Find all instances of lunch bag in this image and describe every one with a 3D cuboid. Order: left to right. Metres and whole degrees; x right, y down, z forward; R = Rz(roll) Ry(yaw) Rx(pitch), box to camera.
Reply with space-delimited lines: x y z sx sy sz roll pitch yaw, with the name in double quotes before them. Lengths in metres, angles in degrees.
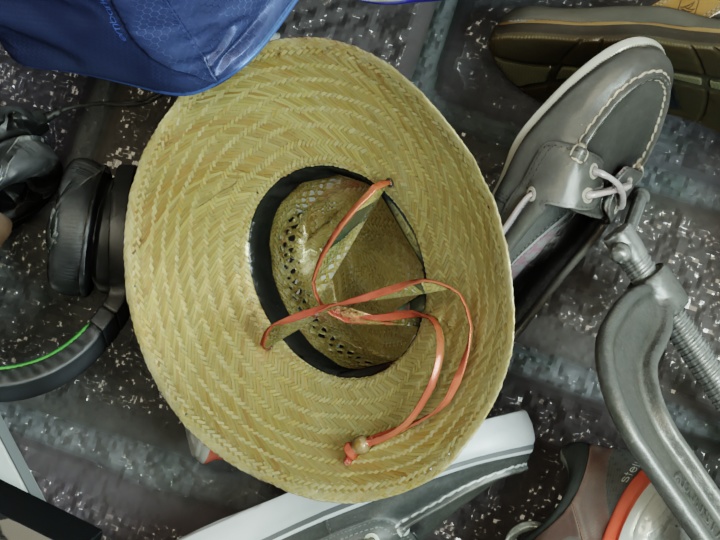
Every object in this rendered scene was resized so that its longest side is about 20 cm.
"lunch bag" -0.116 -0.174 0.999 0.199 0.133 0.136 13 60 44

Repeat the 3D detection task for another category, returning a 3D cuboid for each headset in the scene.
"headset" -0.147 -0.038 1.069 0.123 0.094 0.201 27 71 9

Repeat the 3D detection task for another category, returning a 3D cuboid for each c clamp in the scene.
"c clamp" 0.159 0.067 1.007 0.027 0.171 0.201 -30 94 26

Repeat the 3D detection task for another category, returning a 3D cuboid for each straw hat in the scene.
"straw hat" 0.000 0.000 0.999 0.200 0.085 0.203 3 96 33

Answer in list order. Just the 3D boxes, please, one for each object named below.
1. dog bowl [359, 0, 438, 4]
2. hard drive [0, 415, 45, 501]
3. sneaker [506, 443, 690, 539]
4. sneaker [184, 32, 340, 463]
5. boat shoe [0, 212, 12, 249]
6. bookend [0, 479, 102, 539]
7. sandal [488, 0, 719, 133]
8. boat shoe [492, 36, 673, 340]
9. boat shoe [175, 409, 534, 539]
"dog bowl" 0.029 -0.219 1.021 0.199 0.078 0.202 17 113 44
"hard drive" -0.248 0.135 1.096 0.199 0.026 0.133 -31 80 3
"sneaker" 0.082 0.169 1.031 0.082 0.077 0.201 24 84 35
"sneaker" -0.036 -0.010 1.073 0.081 0.077 0.202 5 91 -7
"boat shoe" -0.233 -0.063 1.040 0.202 0.075 0.075 43 90 12
"bookend" -0.153 0.191 1.023 0.197 0.092 0.201 25 91 2
"sandal" 0.157 -0.099 1.049 0.198 0.082 0.055 9 61 24
"boat shoe" 0.079 -0.012 1.029 0.200 0.067 0.057 -50 53 20
"boat shoe" -0.008 0.121 1.049 0.199 0.069 0.057 -24 83 10
